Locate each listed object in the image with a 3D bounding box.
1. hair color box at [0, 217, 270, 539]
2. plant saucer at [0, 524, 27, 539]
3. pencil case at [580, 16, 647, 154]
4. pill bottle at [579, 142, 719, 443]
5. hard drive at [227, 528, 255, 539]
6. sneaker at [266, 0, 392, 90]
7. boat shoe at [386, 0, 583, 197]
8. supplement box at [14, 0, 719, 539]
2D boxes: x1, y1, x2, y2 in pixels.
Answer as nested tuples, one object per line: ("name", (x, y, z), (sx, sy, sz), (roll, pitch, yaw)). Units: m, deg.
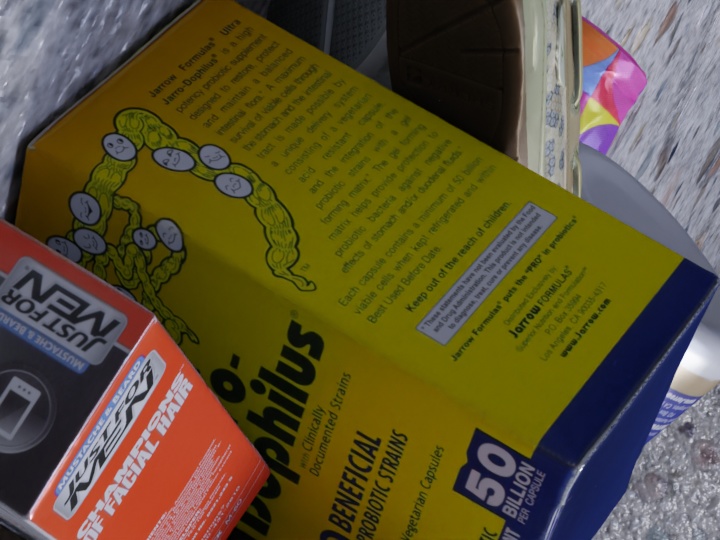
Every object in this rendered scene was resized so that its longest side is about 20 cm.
("hair color box", (-0.098, 0.034, 0.714), (0.064, 0.111, 0.200), (-58, 167, -9))
("plant saucer", (-0.069, 0.146, 0.811), (0.029, 0.200, 0.200), (-51, 165, -18))
("pencil case", (0.057, -0.035, 1.231), (0.200, 0.088, 0.088), (-57, 167, -7))
("pill bottle", (0.043, 0.051, 1.008), (0.200, 0.116, 0.116), (-42, 173, 20))
("hard drive", (0.003, 0.130, 0.869), (0.135, 0.200, 0.042), (-6, 112, -52))
("sneaker", (0.002, -0.060, 0.931), (0.080, 0.070, 0.200), (5, 128, -30))
("boat shoe", (0.049, -0.038, 0.878), (0.063, 0.073, 0.200), (-41, 147, -39))
("supplement box", (-0.005, 0.018, 0.831), (0.110, 0.200, 0.109), (-46, 161, -44))
